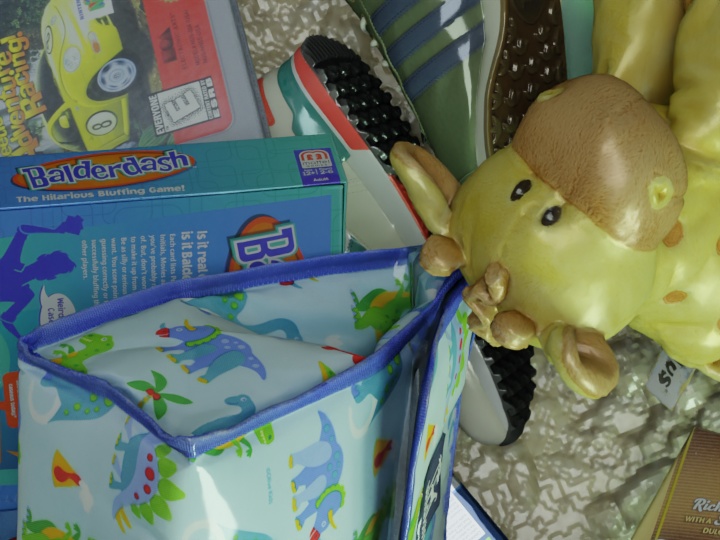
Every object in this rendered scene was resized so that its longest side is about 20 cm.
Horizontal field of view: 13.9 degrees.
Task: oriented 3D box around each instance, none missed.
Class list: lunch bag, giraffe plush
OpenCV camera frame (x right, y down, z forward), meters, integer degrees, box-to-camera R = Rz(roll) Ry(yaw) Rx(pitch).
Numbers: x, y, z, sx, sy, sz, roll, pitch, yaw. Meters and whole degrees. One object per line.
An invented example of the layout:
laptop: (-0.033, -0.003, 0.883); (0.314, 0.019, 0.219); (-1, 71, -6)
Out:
lunch bag: (-0.032, 0.091, 1.174); (0.127, 0.200, 0.171); (27, 123, 35)
giraffe plush: (0.100, -0.028, 1.170); (0.172, 0.162, 0.201); (21, 108, 39)

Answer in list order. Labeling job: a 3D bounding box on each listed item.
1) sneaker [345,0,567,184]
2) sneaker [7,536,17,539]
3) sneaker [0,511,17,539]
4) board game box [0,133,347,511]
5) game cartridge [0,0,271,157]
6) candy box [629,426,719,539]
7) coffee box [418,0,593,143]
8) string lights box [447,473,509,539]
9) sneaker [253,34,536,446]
sneaker: (0.034, -0.113, 1.277); (0.090, 0.067, 0.201); (6, 109, 34)
sneaker: (-0.102, 0.138, 1.264); (0.200, 0.073, 0.077); (-19, 106, -40)
sneaker: (-0.142, 0.032, 1.309); (0.078, 0.066, 0.201); (19, 89, 2)
board game box: (-0.106, 0.025, 1.224); (0.199, 0.045, 0.153); (-4, 122, -9)
game cartridge: (-0.113, -0.081, 1.291); (0.133, 0.041, 0.201); (-19, 66, 7)
candy box: (0.150, 0.168, 1.221); (0.115, 0.055, 0.200); (15, 57, 30)
coffee box: (0.110, -0.137, 1.326); (0.199, 0.044, 0.123); (-16, 89, 0)
string lights box: (0.053, 0.184, 1.308); (0.103, 0.059, 0.200); (-39, 89, -1)
sneaker: (0.000, 0.000, 1.318); (0.093, 0.070, 0.200); (-31, 90, 22)
